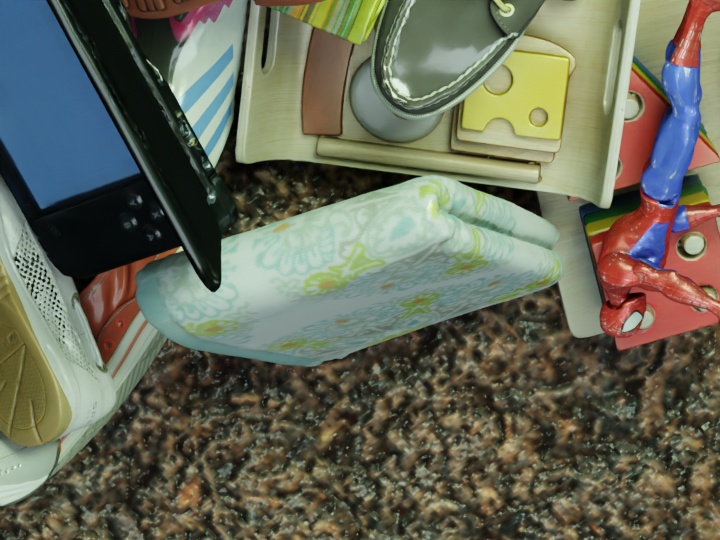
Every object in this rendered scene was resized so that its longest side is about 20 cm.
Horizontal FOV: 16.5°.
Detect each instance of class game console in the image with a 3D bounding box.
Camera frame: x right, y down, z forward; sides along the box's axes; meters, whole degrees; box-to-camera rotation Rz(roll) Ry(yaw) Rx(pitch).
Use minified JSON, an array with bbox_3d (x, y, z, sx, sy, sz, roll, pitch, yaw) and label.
[{"bbox_3d":[-0.151,-0.079,1.181,0.175,0.116,0.201,-17,108,36],"label":"game console"}]

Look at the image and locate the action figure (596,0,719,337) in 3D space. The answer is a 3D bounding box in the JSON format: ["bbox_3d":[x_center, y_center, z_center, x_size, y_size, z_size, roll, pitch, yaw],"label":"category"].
[{"bbox_3d":[0.182,-0.046,1.277,0.098,0.065,0.201,20,114,3],"label":"action figure"}]

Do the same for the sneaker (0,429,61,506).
[{"bbox_3d":[-0.250,0.066,1.295,0.199,0.076,0.092,10,110,-17],"label":"sneaker"}]

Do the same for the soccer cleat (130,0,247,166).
[{"bbox_3d":[-0.094,-0.118,1.302,0.070,0.086,0.201,18,96,21],"label":"soccer cleat"}]

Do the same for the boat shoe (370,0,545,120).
[{"bbox_3d":[0.071,-0.161,1.214,0.072,0.061,0.202,35,96,-3],"label":"boat shoe"}]

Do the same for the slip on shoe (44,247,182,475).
[{"bbox_3d":[-0.153,0.047,1.377,0.061,0.074,0.200,36,111,4],"label":"slip on shoe"}]

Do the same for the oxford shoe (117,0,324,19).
[{"bbox_3d":[-0.078,-0.169,1.209,0.199,0.075,0.071,8,129,25],"label":"oxford shoe"}]

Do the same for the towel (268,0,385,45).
[{"bbox_3d":[-0.072,-0.188,1.238,0.199,0.018,0.086,23,94,7],"label":"towel"}]

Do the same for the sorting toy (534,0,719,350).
[{"bbox_3d":[0.193,-0.064,1.350,0.199,0.070,0.200,-15,117,2],"label":"sorting toy"}]

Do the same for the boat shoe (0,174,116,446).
[{"bbox_3d":[-0.190,-0.004,1.320,0.071,0.069,0.201,-29,81,36],"label":"boat shoe"}]

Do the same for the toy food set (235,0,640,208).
[{"bbox_3d":[0.041,-0.114,1.277,0.199,0.060,0.144,8,102,7],"label":"toy food set"}]

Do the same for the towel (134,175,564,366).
[{"bbox_3d":[0.000,0.000,1.295,0.170,0.200,0.048,-20,76,21],"label":"towel"}]
